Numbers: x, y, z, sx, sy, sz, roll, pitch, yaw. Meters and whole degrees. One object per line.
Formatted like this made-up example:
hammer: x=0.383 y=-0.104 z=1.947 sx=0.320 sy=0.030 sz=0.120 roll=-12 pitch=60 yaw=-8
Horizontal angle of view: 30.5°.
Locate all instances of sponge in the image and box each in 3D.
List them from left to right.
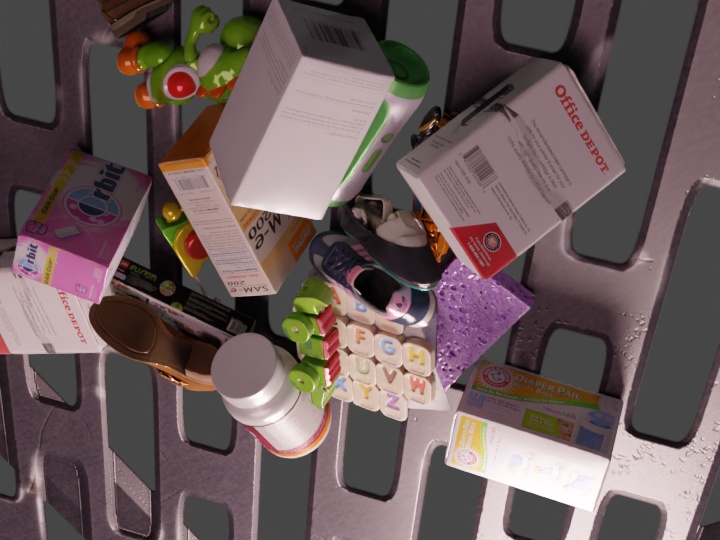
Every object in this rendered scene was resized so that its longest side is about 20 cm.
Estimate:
sponge: x=0.117 y=0.063 z=1.663 sx=0.111 sy=0.030 sz=0.200 roll=36 pitch=130 yaw=-5

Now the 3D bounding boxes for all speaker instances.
speaker: x=0.000 y=-0.165 z=1.504 sx=0.088 sy=0.089 sz=0.200 roll=32 pitch=130 yaw=-5

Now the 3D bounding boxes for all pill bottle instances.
pill bottle: x=-0.117 y=0.163 z=1.728 sx=0.109 sy=0.110 sz=0.200 roll=1 pitch=153 yaw=20

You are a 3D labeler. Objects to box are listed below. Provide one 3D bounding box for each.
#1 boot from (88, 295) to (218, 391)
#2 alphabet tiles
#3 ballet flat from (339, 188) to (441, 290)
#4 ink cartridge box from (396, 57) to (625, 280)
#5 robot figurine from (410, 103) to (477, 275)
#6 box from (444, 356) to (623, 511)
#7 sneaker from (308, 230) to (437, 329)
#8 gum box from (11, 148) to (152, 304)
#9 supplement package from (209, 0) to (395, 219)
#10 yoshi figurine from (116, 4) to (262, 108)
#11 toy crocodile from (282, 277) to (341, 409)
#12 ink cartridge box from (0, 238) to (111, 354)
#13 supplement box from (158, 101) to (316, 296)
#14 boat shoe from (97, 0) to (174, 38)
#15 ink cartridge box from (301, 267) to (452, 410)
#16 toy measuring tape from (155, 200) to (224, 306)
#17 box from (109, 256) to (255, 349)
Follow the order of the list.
boot: x=-0.271 y=0.105 z=1.790 sx=0.198 sy=0.077 sz=0.155 roll=19 pitch=164 yaw=-2
alphabet tiles: x=0.003 y=0.105 z=1.671 sx=0.199 sy=0.015 sz=0.197 roll=18 pitch=132 yaw=24
ballet flat: x=0.033 y=-0.046 z=1.536 sx=0.072 sy=0.200 sz=0.074 roll=-13 pitch=119 yaw=-24
ink cartridge box: x=0.163 y=-0.112 z=1.418 sx=0.199 sy=0.084 sz=0.145 roll=-37 pitch=111 yaw=-3
robot figurine: x=0.123 y=-0.094 z=1.520 sx=0.144 sy=0.058 sz=0.202 roll=10 pitch=124 yaw=13
box: x=0.220 y=0.206 z=1.677 sx=0.198 sy=0.113 sz=0.102 roll=16 pitch=131 yaw=9
sneaker: x=0.000 y=0.000 z=1.565 sx=0.199 sy=0.082 sz=0.071 roll=29 pitch=96 yaw=36
gum box: x=-0.341 y=-0.062 z=1.642 sx=0.113 sy=0.201 sz=0.066 roll=20 pitch=130 yaw=-5
supplement package: x=-0.068 y=-0.172 z=1.424 sx=0.116 sy=0.118 sz=0.201 roll=8 pitch=128 yaw=-31
yoshi figurine: x=-0.177 y=-0.246 z=1.525 sx=0.199 sy=0.112 sz=0.113 roll=2 pitch=91 yaw=35
toy crocodile: x=-0.052 y=0.091 z=1.639 sx=0.061 sy=0.068 sz=0.201 roll=15 pitch=131 yaw=25
ink cartridge box: x=-0.445 y=0.034 z=1.822 sx=0.198 sy=0.083 sz=0.148 roll=-2 pitch=125 yaw=23
supplement box: x=-0.143 y=-0.085 z=1.580 sx=0.073 sy=0.126 sz=0.201 roll=-4 pitch=127 yaw=33
boat shoe: x=-0.217 y=-0.332 z=1.472 sx=0.199 sy=0.072 sz=0.068 roll=-25 pitch=99 yaw=25
ink cartridge box: x=0.031 y=0.084 z=1.681 sx=0.161 sy=0.050 sz=0.201 roll=-1 pitch=126 yaw=36
toy measuring tape: x=-0.199 y=-0.024 z=1.708 sx=0.073 sy=0.074 sz=0.201 roll=-3 pitch=140 yaw=22
box: x=-0.238 y=0.053 z=1.758 sx=0.199 sy=0.035 sz=0.110 roll=26 pitch=160 yaw=1
